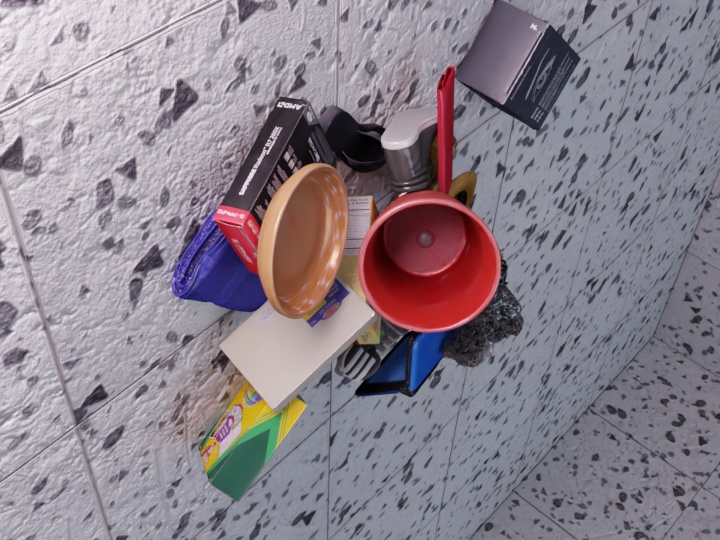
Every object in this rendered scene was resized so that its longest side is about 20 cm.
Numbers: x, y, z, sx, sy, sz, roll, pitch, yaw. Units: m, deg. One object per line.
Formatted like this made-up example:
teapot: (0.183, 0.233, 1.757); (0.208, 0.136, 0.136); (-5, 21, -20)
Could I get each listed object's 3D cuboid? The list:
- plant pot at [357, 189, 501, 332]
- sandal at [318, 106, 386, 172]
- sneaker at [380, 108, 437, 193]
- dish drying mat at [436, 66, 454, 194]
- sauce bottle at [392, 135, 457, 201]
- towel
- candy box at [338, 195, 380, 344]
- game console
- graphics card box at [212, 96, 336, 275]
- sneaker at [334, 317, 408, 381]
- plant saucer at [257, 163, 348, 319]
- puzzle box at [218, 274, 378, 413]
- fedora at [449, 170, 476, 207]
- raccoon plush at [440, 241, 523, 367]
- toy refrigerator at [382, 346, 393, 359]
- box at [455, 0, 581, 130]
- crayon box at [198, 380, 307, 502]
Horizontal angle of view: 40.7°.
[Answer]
plant pot: (0.097, -0.030, 1.421); (0.177, 0.199, 0.201); (-86, -158, -73)
sandal: (-0.001, -0.182, 1.420); (0.076, 0.043, 0.200); (-61, 153, 10)
sneaker: (0.082, -0.180, 1.470); (0.200, 0.070, 0.100); (-53, 140, -57)
dish drying mat: (0.127, -0.201, 1.466); (0.077, 0.018, 0.201); (-70, 162, -48)
sauce bottle: (0.093, -0.134, 1.558); (0.201, 0.066, 0.066); (-66, 157, -17)
towel: (-0.166, -0.017, 1.333); (0.148, 0.050, 0.200); (-52, 155, 8)
candy box: (0.000, 0.000, 1.497); (0.116, 0.055, 0.201); (68, 22, -60)
game console: (0.085, 0.112, 1.624); (0.200, 0.118, 0.172); (-45, 146, -44)
graphics card box: (-0.106, -0.107, 1.247); (0.201, 0.051, 0.126); (-65, 151, -23)
sneaker: (0.022, 0.096, 1.581); (0.200, 0.075, 0.115); (-47, -170, -21)
plant saucer: (-0.076, -0.039, 1.241); (0.200, 0.037, 0.201); (-42, 138, -51)
puzzle box: (-0.088, 0.089, 1.394); (0.200, 0.133, 0.025); (-42, 154, -6)
fedora: (0.120, -0.105, 1.667); (0.201, 0.082, 0.201); (-49, 162, -22)
raccoon plush: (0.179, 0.061, 1.584); (0.134, 0.096, 0.201); (-32, 108, -35)
toy refrigerator: (-0.003, 0.094, 1.682); (0.070, 0.076, 0.200); (-31, 151, -5)
box: (0.265, -0.339, 1.622); (0.149, 0.104, 0.200); (-60, 153, 9)
crayon box: (-0.168, 0.237, 1.479); (0.173, 0.058, 0.200); (-55, -165, -4)
